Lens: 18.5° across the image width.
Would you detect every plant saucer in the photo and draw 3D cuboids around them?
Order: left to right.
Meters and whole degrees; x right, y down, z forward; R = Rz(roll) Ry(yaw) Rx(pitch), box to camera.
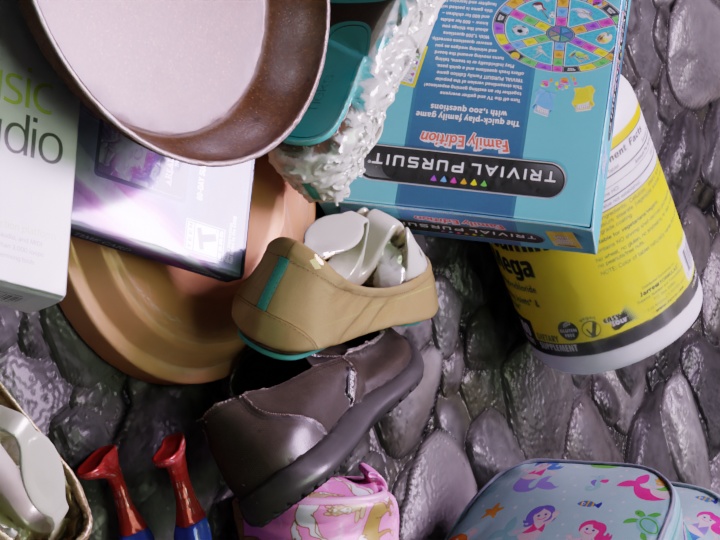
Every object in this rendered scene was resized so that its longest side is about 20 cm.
[{"bbox_3d":[-0.091,-0.143,0.994,0.199,0.034,0.202,15,69,-46],"label":"plant saucer"},{"bbox_3d":[-0.085,-0.044,1.108,0.199,0.032,0.203,4,84,-53],"label":"plant saucer"}]

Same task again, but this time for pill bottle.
[{"bbox_3d":[0.123,-0.049,1.312,0.112,0.112,0.201,-47,123,-43],"label":"pill bottle"}]

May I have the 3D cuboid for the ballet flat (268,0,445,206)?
[{"bbox_3d":[0.003,-0.118,1.161,0.072,0.071,0.201,50,54,-38],"label":"ballet flat"}]

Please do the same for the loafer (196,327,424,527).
[{"bbox_3d":[-0.024,0.058,1.124,0.072,0.073,0.200,53,21,-4],"label":"loafer"}]

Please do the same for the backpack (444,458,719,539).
[{"bbox_3d":[0.129,0.193,1.257,0.200,0.176,0.152,-42,125,-49],"label":"backpack"}]

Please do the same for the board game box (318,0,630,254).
[{"bbox_3d":[0.068,-0.118,1.213,0.047,0.149,0.202,60,38,-72],"label":"board game box"}]

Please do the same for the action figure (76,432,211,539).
[{"bbox_3d":[-0.085,0.183,1.070,0.052,0.065,0.202,-62,137,-69],"label":"action figure"}]

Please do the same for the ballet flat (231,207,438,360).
[{"bbox_3d":[0.000,0.000,1.129,0.200,0.068,0.064,-23,134,-68],"label":"ballet flat"}]

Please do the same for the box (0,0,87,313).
[{"bbox_3d":[-0.185,-0.095,0.937,0.143,0.036,0.202,15,67,-37],"label":"box"}]

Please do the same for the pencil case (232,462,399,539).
[{"bbox_3d":[-0.017,0.204,1.140,0.086,0.082,0.202,-7,92,-51],"label":"pencil case"}]

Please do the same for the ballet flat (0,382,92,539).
[{"bbox_3d":[-0.176,0.054,0.957,0.201,0.065,0.071,57,45,-34],"label":"ballet flat"}]

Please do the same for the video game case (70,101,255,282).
[{"bbox_3d":[-0.129,-0.087,1.024,0.199,0.019,0.144,18,70,-38],"label":"video game case"}]
